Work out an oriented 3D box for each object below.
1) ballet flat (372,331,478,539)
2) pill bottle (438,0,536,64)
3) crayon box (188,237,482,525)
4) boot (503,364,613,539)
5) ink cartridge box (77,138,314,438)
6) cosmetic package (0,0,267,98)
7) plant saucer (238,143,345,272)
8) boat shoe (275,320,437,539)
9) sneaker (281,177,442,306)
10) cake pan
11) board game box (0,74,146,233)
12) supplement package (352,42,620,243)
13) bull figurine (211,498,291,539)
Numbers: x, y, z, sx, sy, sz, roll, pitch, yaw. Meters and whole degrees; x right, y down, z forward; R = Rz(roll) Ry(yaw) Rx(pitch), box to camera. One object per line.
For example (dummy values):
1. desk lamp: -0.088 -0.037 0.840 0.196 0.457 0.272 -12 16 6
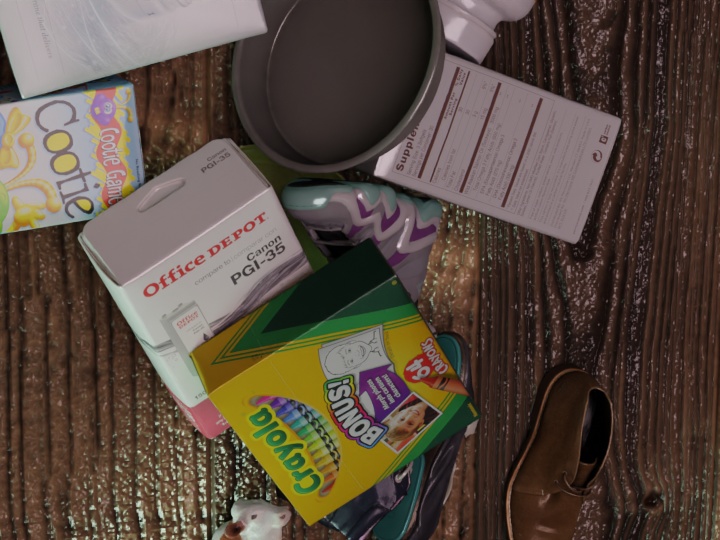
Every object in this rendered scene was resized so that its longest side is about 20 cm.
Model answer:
1. ballet flat: 0.064 0.154 1.737 0.073 0.073 0.200 17 89 -22
2. pill bottle: 0.114 -0.279 1.633 0.111 0.111 0.200 29 91 -23
3. crayon box: -0.017 0.094 1.571 0.172 0.058 0.200 -33 135 -1
4. boot: 0.183 0.191 1.777 0.073 0.075 0.200 6 100 -23
5. ink cartridge box: -0.115 0.016 1.557 0.146 0.083 0.200 -34 136 -9
6. cosmetic package: -0.196 -0.260 1.507 0.200 0.123 0.200 -17 106 -9
7. plant saucer: -0.089 -0.011 1.660 0.200 0.031 0.200 -5 104 -19
8. boat shoe: 0.023 0.145 1.694 0.093 0.075 0.200 40 95 11
9. sneaker: 0.000 0.000 1.602 0.200 0.078 0.140 9 88 -54
10. cake pan: -0.014 -0.173 1.581 0.037 0.200 0.201 19 95 -56
11. board game box: -0.279 -0.089 1.535 0.200 0.105 0.103 -10 105 -17
12. supplement package: 0.096 -0.112 1.659 0.200 0.117 0.118 18 95 -22
13. bull figurine: -0.115 0.293 1.689 0.200 0.065 0.121 -45 86 1
